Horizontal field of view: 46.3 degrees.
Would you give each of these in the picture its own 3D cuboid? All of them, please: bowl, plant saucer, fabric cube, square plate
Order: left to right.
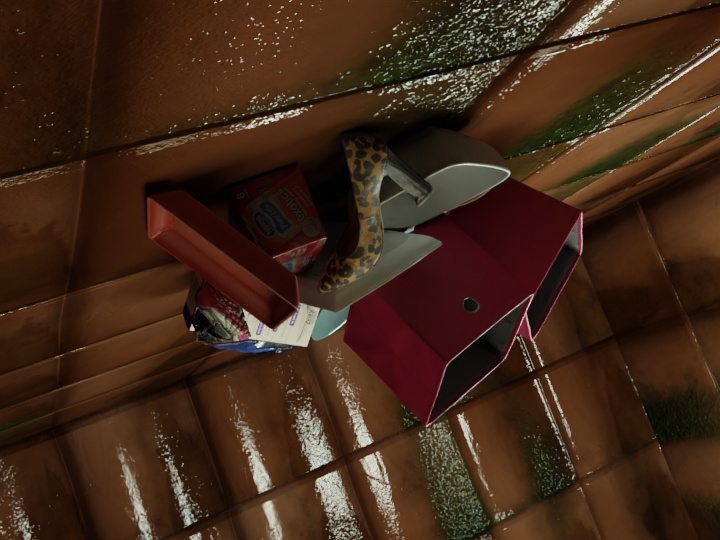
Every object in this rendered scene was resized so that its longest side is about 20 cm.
[{"bbox_3d":[-0.157,-0.013,0.978,0.037,0.198,0.200,-54,-175,-16],"label":"plant saucer"},{"bbox_3d":[-0.026,0.031,1.436,0.201,0.039,0.202,-44,164,-16],"label":"plant saucer"},{"bbox_3d":[-0.015,-0.012,1.203,0.197,0.029,0.199,-32,-157,-28],"label":"square plate"},{"bbox_3d":[0.087,-0.130,1.167,0.198,0.076,0.198,-28,165,31],"label":"bowl"},{"bbox_3d":[0.114,0.072,1.298,0.195,0.199,0.201,-33,154,-27],"label":"fabric cube"},{"bbox_3d":[0.257,-0.028,1.481,0.198,0.197,0.200,-58,157,-10],"label":"fabric cube"}]

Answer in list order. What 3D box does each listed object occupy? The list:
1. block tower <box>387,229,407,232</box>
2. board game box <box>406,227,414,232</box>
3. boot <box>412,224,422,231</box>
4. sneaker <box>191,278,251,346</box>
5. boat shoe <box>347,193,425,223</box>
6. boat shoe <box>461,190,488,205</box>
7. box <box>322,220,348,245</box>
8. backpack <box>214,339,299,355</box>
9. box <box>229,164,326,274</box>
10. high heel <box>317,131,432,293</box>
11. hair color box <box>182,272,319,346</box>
[{"bbox_3d":[0.024,-0.071,1.531,0.053,0.059,0.199,-15,171,-39],"label":"block tower"},{"bbox_3d":[0.107,-0.110,1.574,0.134,0.035,0.199,-17,171,-42],"label":"board game box"},{"bbox_3d":[0.096,-0.009,1.537,0.156,0.071,0.201,-58,171,-23],"label":"boot"},{"bbox_3d":[-0.198,0.068,1.151,0.074,0.082,0.200,-20,164,-6],"label":"sneaker"},{"bbox_3d":[0.077,-0.113,1.305,0.198,0.075,0.063,-16,-172,0],"label":"boat shoe"},{"bbox_3d":[0.131,-0.131,1.381,0.197,0.072,0.069,-16,177,23],"label":"boat shoe"},{"bbox_3d":[-0.060,-0.036,1.438,0.068,0.083,0.199,-24,171,21],"label":"box"},{"bbox_3d":[-0.195,0.066,1.447,0.165,0.166,0.200,-3,-179,19],"label":"backpack"},{"bbox_3d":[-0.112,-0.049,1.093,0.094,0.101,0.200,-20,173,-12],"label":"box"},{"bbox_3d":[-0.022,-0.071,1.033,0.142,0.072,0.200,34,104,-35],"label":"high heel"},{"bbox_3d":[-0.160,0.044,1.290,0.197,0.111,0.065,12,-159,-26],"label":"hair color box"}]
